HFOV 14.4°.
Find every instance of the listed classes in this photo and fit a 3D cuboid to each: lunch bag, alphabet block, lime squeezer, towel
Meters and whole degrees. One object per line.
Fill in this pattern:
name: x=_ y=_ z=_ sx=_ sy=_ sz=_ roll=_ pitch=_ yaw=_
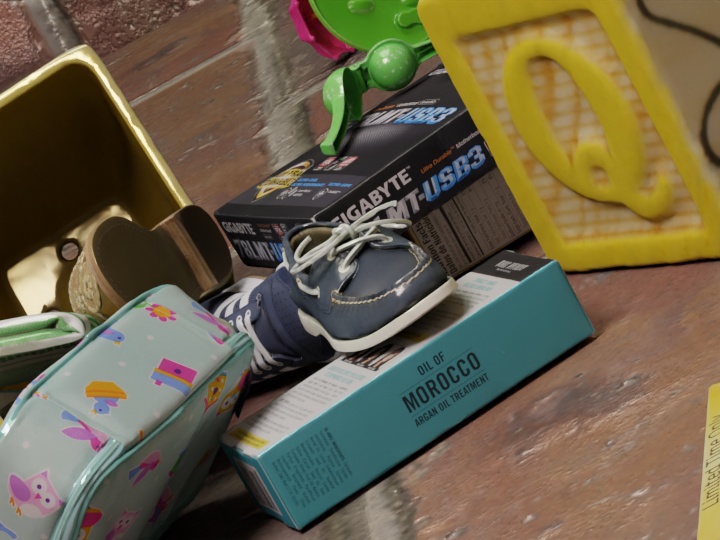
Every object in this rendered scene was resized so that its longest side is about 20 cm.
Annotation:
lunch bag: x=-0.138 y=0.110 z=1.556 sx=0.200 sy=0.077 sz=0.161 roll=-42 pitch=-22 yaw=-52
alphabet block: x=0.189 y=-0.133 z=1.642 sx=0.200 sy=0.196 sz=0.196 roll=-35 pitch=12 yaw=-27
lime squeezer: x=0.018 y=-0.130 z=1.883 sx=0.200 sy=0.038 sz=0.071 roll=-37 pitch=12 yaw=-37
towel: x=-0.226 y=0.055 z=1.726 sx=0.152 sy=0.023 sz=0.200 roll=-12 pitch=-8 yaw=-1

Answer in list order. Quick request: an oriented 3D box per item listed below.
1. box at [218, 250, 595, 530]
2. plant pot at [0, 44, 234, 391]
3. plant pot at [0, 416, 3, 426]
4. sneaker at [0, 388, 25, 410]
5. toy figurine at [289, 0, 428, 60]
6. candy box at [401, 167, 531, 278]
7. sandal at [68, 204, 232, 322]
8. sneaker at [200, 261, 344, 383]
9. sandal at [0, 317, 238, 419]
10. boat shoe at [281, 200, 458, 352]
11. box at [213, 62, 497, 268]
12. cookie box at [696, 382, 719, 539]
box: x=0.025 y=0.063 z=1.562 sx=0.200 sy=0.049 sz=0.082 roll=-33 pitch=13 yaw=-13
plant pot: x=-0.202 y=-0.005 z=1.979 sx=0.195 sy=0.195 sz=0.200 roll=-33 pitch=-13 yaw=-1
plant pot: x=-0.289 y=0.155 z=1.615 sx=0.188 sy=0.201 sz=0.201 roll=-19 pitch=6 yaw=-33
sneaker: x=-0.167 y=0.112 z=1.762 sx=0.200 sy=0.077 sz=0.081 roll=-15 pitch=42 yaw=35
toy figurine: x=0.013 y=-0.265 z=2.690 sx=0.199 sy=0.151 sz=0.184 roll=-11 pitch=-3 yaw=-20
candy box: x=0.110 y=-0.069 z=1.858 sx=0.200 sy=0.055 sz=0.115 roll=-32 pitch=12 yaw=-5
sandal: x=-0.145 y=0.010 z=1.765 sx=0.070 sy=0.078 sz=0.212 roll=-30 pitch=0 yaw=18
sneaker: x=-0.079 y=0.047 z=1.791 sx=0.108 sy=0.070 sz=0.200 roll=-29 pitch=5 yaw=-19
sandal: x=-0.162 y=0.078 z=1.691 sx=0.201 sy=0.057 sz=0.080 roll=-31 pitch=55 yaw=16
boat shoe: x=0.000 y=0.000 z=1.610 sx=0.075 sy=0.062 sz=0.200 roll=-28 pitch=9 yaw=-9
box: x=0.023 y=-0.071 z=1.832 sx=0.198 sy=0.050 sz=0.200 roll=-36 pitch=13 yaw=-16
cookie box: x=0.231 y=0.063 z=1.071 sx=0.200 sy=0.075 sz=0.171 roll=-26 pitch=14 yaw=16
